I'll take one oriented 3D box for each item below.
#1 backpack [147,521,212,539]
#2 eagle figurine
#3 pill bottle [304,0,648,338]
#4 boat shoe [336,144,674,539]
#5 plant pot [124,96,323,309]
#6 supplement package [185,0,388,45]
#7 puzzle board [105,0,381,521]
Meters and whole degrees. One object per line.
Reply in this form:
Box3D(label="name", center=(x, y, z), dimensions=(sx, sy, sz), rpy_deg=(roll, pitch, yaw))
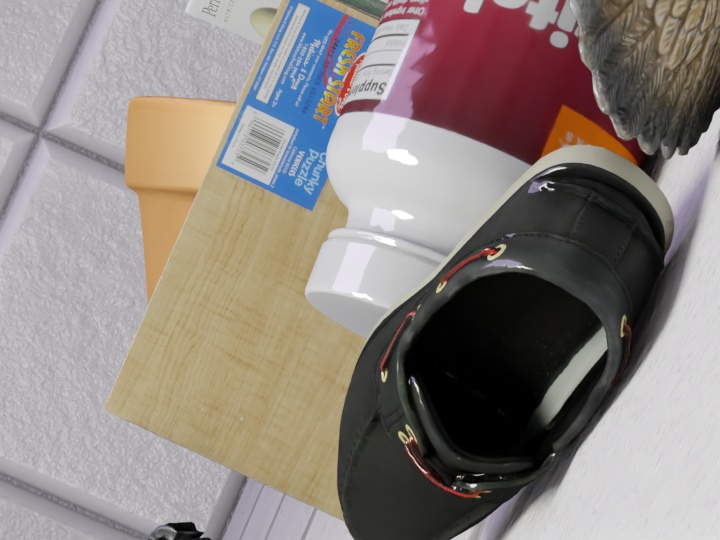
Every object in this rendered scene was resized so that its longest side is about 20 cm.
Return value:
Box3D(label="backpack", center=(-0.135, 0.239, 1.126), dimensions=(0.200, 0.147, 0.183), rpy_deg=(-29, -12, -19))
Box3D(label="eagle figurine", center=(0.110, -0.146, 0.762), dimensions=(0.152, 0.151, 0.200), rpy_deg=(59, -174, -45))
Box3D(label="pill bottle", center=(0.057, -0.066, 0.889), dimensions=(0.113, 0.113, 0.200), rpy_deg=(130, 163, -79))
Box3D(label="boat shoe", center=(0.035, 0.041, 0.800), dimensions=(0.063, 0.074, 0.201), rpy_deg=(-58, 1, -43))
Box3D(label="plant pot", center=(-0.017, 0.002, 1.103), dimensions=(0.200, 0.200, 0.140), rpy_deg=(179, 98, -87))
Box3D(label="supplement package", center=(0.041, -0.182, 1.195), dimensions=(0.152, 0.200, 0.151), rpy_deg=(118, 175, -60))
Box3D(label="puzzle board", center=(0.000, 0.000, 1.001), dimensions=(0.017, 0.151, 0.200), rpy_deg=(-51, -14, -80))
